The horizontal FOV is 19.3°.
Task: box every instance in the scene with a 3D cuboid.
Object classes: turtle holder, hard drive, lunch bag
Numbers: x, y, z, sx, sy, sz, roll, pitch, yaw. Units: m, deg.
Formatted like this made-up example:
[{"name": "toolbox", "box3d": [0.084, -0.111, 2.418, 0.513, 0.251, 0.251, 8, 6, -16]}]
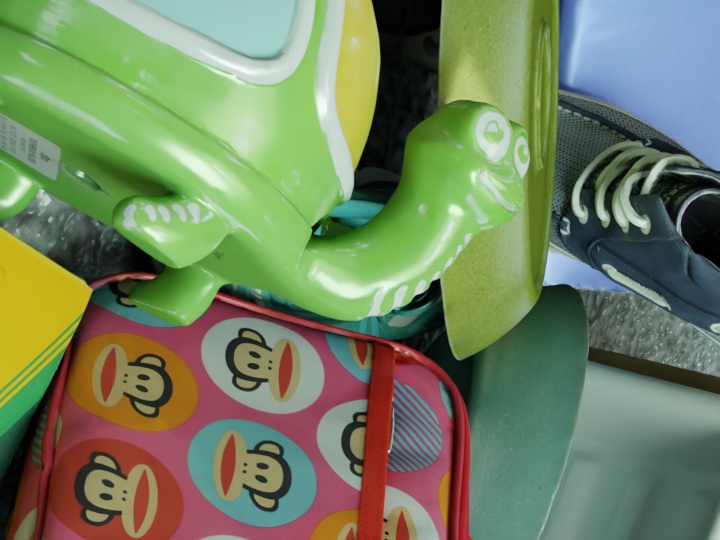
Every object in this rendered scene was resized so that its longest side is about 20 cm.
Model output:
[{"name": "turtle holder", "box3d": [-0.048, -0.062, 0.657, 0.132, 0.185, 0.141, -61, 154, -13]}, {"name": "hard drive", "box3d": [0.147, -0.087, 0.960, 0.132, 0.025, 0.200, 5, 103, -12]}, {"name": "lunch bag", "box3d": [-0.033, 0.105, 0.705, 0.200, 0.176, 0.082, -85, -162, -44]}]

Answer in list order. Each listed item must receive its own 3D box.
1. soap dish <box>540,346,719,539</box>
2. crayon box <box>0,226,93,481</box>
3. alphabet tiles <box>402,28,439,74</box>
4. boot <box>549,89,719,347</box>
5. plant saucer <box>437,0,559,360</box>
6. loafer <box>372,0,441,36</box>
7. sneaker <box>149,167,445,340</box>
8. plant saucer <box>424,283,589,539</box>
[{"name": "soap dish", "box3d": [0.110, 0.118, 0.920, 0.081, 0.200, 0.157, 26, 83, -35]}, {"name": "crayon box", "box3d": [-0.179, 0.013, 0.622, 0.200, 0.058, 0.119, 38, 74, -52]}, {"name": "alphabet tiles", "box3d": [0.078, -0.173, 0.925, 0.166, 0.006, 0.200, 21, 87, -54]}, {"name": "boot", "box3d": [0.120, -0.030, 0.865, 0.073, 0.200, 0.090, -52, 154, -9]}, {"name": "plant saucer", "box3d": [0.055, -0.066, 0.794, 0.200, 0.031, 0.200, 2, 90, -82]}, {"name": "loafer", "box3d": [-0.013, -0.171, 0.762, 0.070, 0.068, 0.201, -35, 125, -29]}, {"name": "sneaker", "box3d": [0.000, 0.000, 0.830, 0.200, 0.080, 0.078, 5, 100, -57]}, {"name": "plant saucer", "box3d": [0.031, 0.091, 0.866, 0.036, 0.200, 0.200, 22, 84, -10]}]
